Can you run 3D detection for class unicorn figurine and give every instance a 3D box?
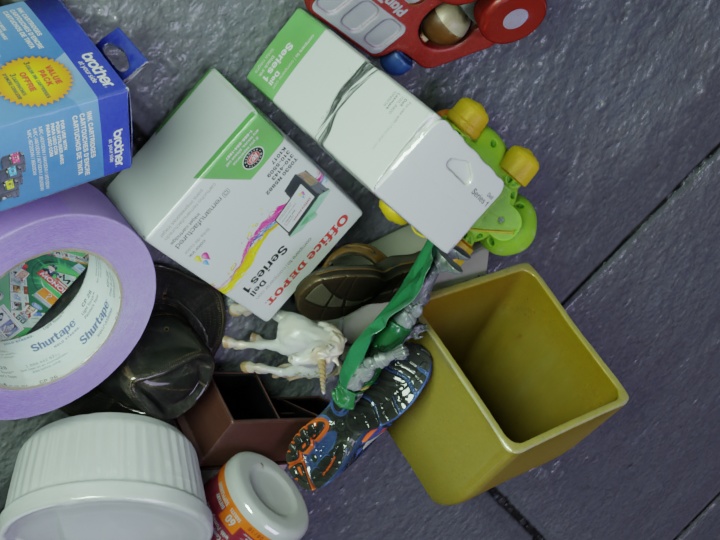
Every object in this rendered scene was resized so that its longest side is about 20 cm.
[{"bbox_3d":[-0.066,0.076,1.199,0.200,0.135,0.075,19,78,-74],"label":"unicorn figurine"}]

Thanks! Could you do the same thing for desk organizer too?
[{"bbox_3d":[-0.096,0.159,1.304,0.198,0.072,0.077,5,133,-46],"label":"desk organizer"}]

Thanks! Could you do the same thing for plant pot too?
[{"bbox_3d":[0.131,0.145,1.331,0.192,0.197,0.201,-15,151,-38],"label":"plant pot"}]

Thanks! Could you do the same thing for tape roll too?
[{"bbox_3d":[-0.269,0.023,0.987,0.198,0.066,0.202,-25,138,-25],"label":"tape roll"}]

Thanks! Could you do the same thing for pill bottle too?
[{"bbox_3d":[-0.154,0.290,1.256,0.200,0.110,0.109,-45,144,18],"label":"pill bottle"}]

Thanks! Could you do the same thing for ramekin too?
[{"bbox_3d":[-0.242,0.212,1.152,0.199,0.096,0.203,-5,148,-3],"label":"ramekin"}]

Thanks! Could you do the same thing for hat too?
[{"bbox_3d":[-0.199,0.094,1.151,0.199,0.081,0.203,-25,139,-24],"label":"hat"}]

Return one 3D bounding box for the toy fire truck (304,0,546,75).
[{"bbox_3d":[0.061,-0.251,1.084,0.167,0.113,0.199,-33,147,23],"label":"toy fire truck"}]

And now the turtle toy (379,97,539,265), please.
[{"bbox_3d":[0.109,-0.083,1.248,0.199,0.101,0.146,38,97,-21],"label":"turtle toy"}]

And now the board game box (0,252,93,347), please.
[{"bbox_3d":[-0.319,-0.015,0.980,0.135,0.029,0.200,-47,143,1],"label":"board game box"}]

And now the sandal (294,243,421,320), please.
[{"bbox_3d":[0.000,0.000,1.176,0.199,0.055,0.082,-15,157,-50],"label":"sandal"}]

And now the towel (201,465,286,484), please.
[{"bbox_3d":[-0.180,0.267,1.338,0.189,0.032,0.202,7,119,-47],"label":"towel"}]

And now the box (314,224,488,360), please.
[{"bbox_3d":[0.039,0.012,1.306,0.198,0.082,0.069,-25,140,-24],"label":"box"}]

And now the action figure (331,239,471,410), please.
[{"bbox_3d":[0.031,0.058,1.158,0.201,0.054,0.118,-55,176,25],"label":"action figure"}]

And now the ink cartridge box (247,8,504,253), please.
[{"bbox_3d":[0.013,-0.122,1.059,0.085,0.200,0.146,-49,142,5],"label":"ink cartridge box"}]

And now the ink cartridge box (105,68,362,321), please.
[{"bbox_3d":[-0.108,-0.062,1.094,0.145,0.084,0.200,-48,144,2],"label":"ink cartridge box"}]

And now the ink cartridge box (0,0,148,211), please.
[{"bbox_3d":[-0.251,-0.119,0.861,0.198,0.137,0.077,-21,142,-29],"label":"ink cartridge box"}]

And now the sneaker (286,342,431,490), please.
[{"bbox_3d":[0.002,0.144,1.262,0.200,0.076,0.078,-44,167,22],"label":"sneaker"}]
